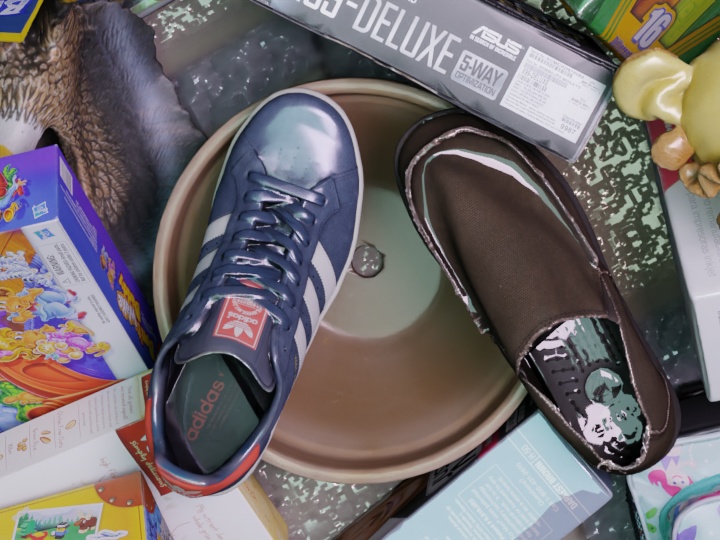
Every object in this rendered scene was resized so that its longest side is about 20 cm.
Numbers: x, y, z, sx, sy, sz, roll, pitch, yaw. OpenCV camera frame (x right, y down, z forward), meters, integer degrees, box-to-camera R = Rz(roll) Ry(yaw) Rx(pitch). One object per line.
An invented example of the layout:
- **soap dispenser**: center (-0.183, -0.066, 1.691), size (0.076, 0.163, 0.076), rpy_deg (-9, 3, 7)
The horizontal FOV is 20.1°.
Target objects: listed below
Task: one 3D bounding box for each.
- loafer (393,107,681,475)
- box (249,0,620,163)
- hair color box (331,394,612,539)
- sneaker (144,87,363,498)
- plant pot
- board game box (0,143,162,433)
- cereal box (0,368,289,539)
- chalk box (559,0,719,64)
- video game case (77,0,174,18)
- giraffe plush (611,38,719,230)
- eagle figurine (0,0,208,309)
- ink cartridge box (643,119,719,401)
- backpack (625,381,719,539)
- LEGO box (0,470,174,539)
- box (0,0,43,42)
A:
- **loafer**: center (0.088, 0.011, 0.945), size (0.073, 0.071, 0.200), rpy_deg (-36, 95, 8)
- **box**: center (0.020, -0.126, 0.968), size (0.199, 0.158, 0.050), rpy_deg (26, 102, -4)
- **hair color box**: center (0.035, 0.144, 1.048), size (0.200, 0.099, 0.061), rpy_deg (-41, 93, 10)
- **sneaker**: center (-0.049, 0.013, 0.945), size (0.074, 0.085, 0.201), rpy_deg (15, 93, 4)
- **plant pot**: center (0.000, 0.000, 1.032), size (0.199, 0.093, 0.202), rpy_deg (1, 99, 4)
- **board game box**: center (-0.180, 0.026, 1.013), size (0.134, 0.200, 0.045), rpy_deg (-12, 55, 8)
- **cereal box**: center (-0.152, 0.140, 1.064), size (0.199, 0.040, 0.144), rpy_deg (-23, 130, 10)
- **chalk box**: center (0.156, -0.206, 0.948), size (0.200, 0.125, 0.124), rpy_deg (-45, 62, 12)
- **video game case**: center (-0.155, -0.190, 1.057), size (0.199, 0.018, 0.144), rpy_deg (-28, 95, 10)
- **giraffe plush**: center (0.208, -0.087, 0.875), size (0.162, 0.200, 0.173), rpy_deg (-45, 69, 22)
- **eagle figurine**: center (-0.162, -0.079, 1.023), size (0.151, 0.201, 0.151), rpy_deg (36, 58, 27)
- **ink cartridge box**: center (0.245, -0.036, 0.968), size (0.199, 0.146, 0.084), rpy_deg (-13, 136, 7)
- **backpack**: center (0.232, 0.159, 1.012), size (0.176, 0.151, 0.201), rpy_deg (-14, 102, 7)
- **LEGO box**: center (-0.181, 0.200, 1.030), size (0.199, 0.077, 0.149), rpy_deg (-15, 133, 3)
- **box**: center (-0.188, -0.207, 0.923), size (0.070, 0.064, 0.201), rpy_deg (0, 67, -26)
